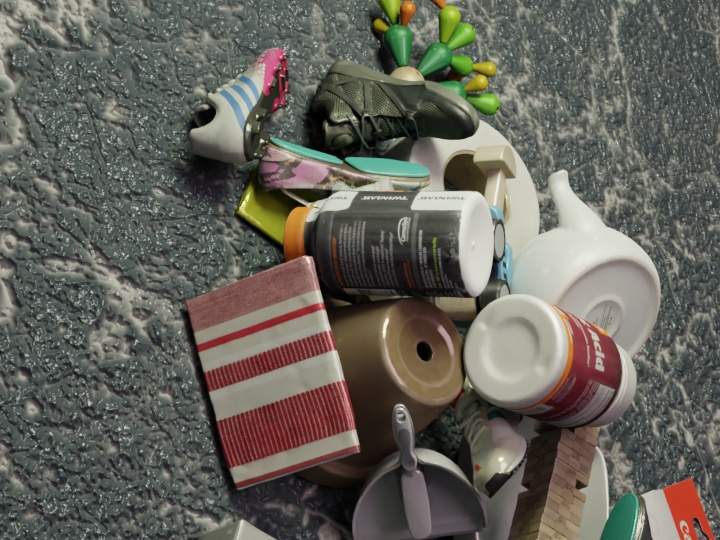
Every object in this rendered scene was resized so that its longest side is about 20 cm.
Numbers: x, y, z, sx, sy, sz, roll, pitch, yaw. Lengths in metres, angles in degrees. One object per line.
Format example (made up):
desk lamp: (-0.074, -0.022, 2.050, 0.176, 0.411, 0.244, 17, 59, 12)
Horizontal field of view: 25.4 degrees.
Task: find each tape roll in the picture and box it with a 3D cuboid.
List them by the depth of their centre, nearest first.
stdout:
tape roll: (0.115, -0.079, 1.870, 0.202, 0.071, 0.204, 18, 60, -34)

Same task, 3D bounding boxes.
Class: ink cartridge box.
ink cartridge box: (0.382, 0.341, 1.925, 0.199, 0.057, 0.163, -12, 79, -38)

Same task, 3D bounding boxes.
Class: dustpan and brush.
dustpan and brush: (0.051, 0.205, 1.587, 0.057, 0.139, 0.201, -93, 174, -62)

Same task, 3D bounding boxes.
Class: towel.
towel: (-0.086, 0.101, 1.578, 0.023, 0.143, 0.201, 14, 59, -67)
towel: (-0.044, -0.040, 1.755, 0.200, 0.018, 0.086, 37, 51, -22)

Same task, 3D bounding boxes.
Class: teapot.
teapot: (0.230, 0.029, 1.806, 0.200, 0.146, 0.197, -46, 130, -3)

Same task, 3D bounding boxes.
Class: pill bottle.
pill bottle: (0.025, -0.027, 1.598, 0.106, 0.199, 0.107, 1, 90, -68)
pill bottle: (0.200, 0.099, 1.638, 0.200, 0.114, 0.115, 22, 56, -54)

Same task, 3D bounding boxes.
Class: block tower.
block tower: (0.207, 0.236, 1.719, 0.058, 0.054, 0.201, 33, 52, -23)

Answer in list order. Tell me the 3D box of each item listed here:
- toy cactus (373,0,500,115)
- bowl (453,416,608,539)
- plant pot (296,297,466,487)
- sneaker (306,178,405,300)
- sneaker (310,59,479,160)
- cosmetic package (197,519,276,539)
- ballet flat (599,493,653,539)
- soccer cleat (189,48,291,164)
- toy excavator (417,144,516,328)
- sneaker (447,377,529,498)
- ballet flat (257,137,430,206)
toy cactus: (0.072, -0.244, 1.911, 0.165, 0.102, 0.200, -45, 105, -23)
bowl: (0.180, 0.262, 1.771, 0.199, 0.075, 0.201, 25, 57, -30)
plant pot: (0.011, 0.105, 1.631, 0.199, 0.174, 0.201, 18, 60, -33)
sneaker: (0.000, 0.000, 1.727, 0.074, 0.115, 0.201, -93, 168, -60)
sneaker: (0.029, -0.163, 1.779, 0.114, 0.199, 0.076, -57, 154, -31)
cosmetic package: (-0.072, 0.332, 1.521, 0.200, 0.090, 0.107, 34, 53, -21)
ballet flat: (0.283, 0.341, 1.726, 0.073, 0.073, 0.201, 37, 57, -22)
soccer cleat: (-0.130, -0.184, 1.714, 0.200, 0.086, 0.070, -72, 164, -54)
toy excavator: (0.127, -0.039, 1.755, 0.200, 0.099, 0.196, -13, 99, -69)
sneaker: (0.118, 0.156, 1.649, 0.093, 0.070, 0.200, 35, 25, -9)
ballet flat: (-0.021, -0.095, 1.744, 0.199, 0.069, 0.072, 8, 106, -24)
